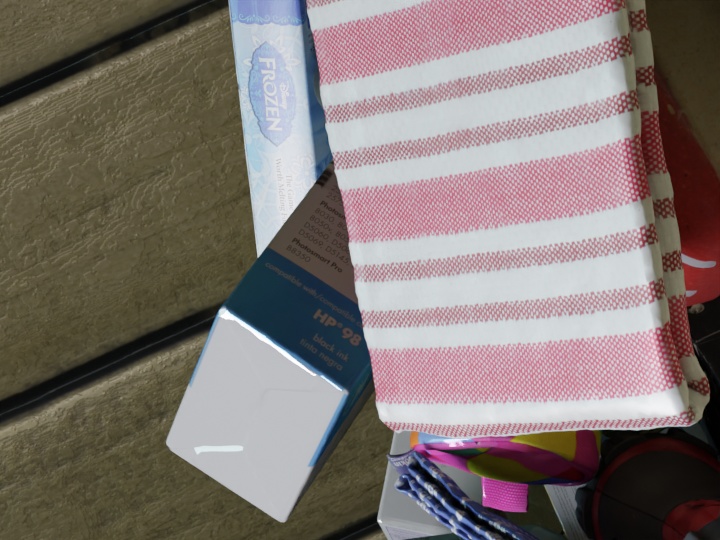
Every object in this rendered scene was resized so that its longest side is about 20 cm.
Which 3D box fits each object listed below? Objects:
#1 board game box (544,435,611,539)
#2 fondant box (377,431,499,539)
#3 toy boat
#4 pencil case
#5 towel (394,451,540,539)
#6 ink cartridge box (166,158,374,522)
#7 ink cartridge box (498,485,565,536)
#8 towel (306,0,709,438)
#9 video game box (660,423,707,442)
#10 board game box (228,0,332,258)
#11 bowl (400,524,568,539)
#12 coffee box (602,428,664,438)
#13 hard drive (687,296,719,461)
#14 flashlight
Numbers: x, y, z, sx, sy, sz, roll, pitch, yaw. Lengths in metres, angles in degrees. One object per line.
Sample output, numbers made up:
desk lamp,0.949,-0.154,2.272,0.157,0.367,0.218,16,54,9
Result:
board game box,0.154,0.181,1.047,0.134,0.034,0.201,28,-144,-63
fondant box,0.058,0.093,1.246,0.200,0.058,0.145,67,-146,-72
toy boat,0.072,-0.046,0.773,0.200,0.130,0.131,81,165,-79
pencil case,0.066,-0.006,0.929,0.088,0.088,0.201,76,-159,-75
towel,0.114,0.137,0.855,0.145,0.024,0.200,34,179,-40
ink cartridge box,0.000,0.000,1.008,0.066,0.200,0.116,32,142,5
ink cartridge box,0.147,0.209,1.199,0.165,0.075,0.201,72,173,-70
towel,0.042,-0.049,0.689,0.146,0.030,0.202,-5,95,55
video game box,0.177,0.136,1.240,0.183,0.047,0.200,63,177,14
board game box,-0.001,-0.096,1.169,0.200,0.043,0.200,-46,-44,-56
bowl,0.080,0.199,1.039,0.201,0.105,0.201,55,-164,-24
coffee box,0.087,-0.008,1.119,0.123,0.044,0.201,-1,-118,-49
hard drive,0.184,0.105,0.890,0.200,0.038,0.140,-116,3,-49
flashlight,0.129,0.102,0.850,0.068,0.067,0.200,62,179,-4
